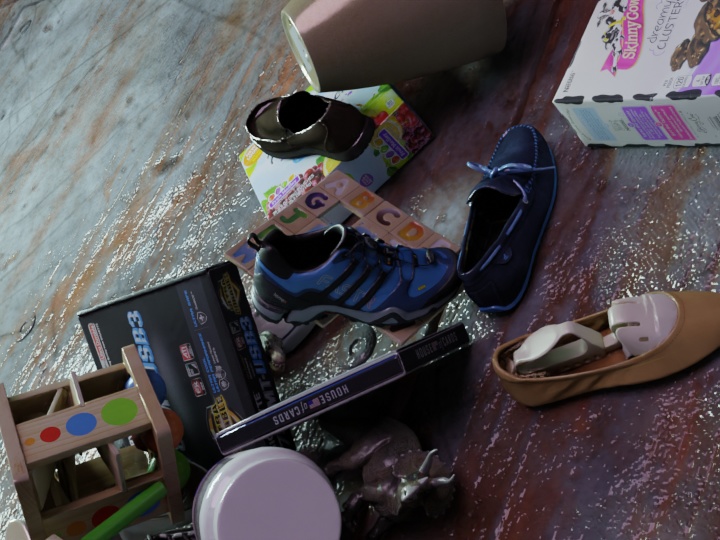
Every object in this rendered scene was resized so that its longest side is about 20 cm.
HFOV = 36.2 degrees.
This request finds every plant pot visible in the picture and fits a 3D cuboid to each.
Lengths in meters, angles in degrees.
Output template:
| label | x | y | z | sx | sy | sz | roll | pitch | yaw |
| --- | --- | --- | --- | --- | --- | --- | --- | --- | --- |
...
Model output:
| label | x | y | z | sx | sy | sz | roll | pitch | yaw |
| --- | --- | --- | --- | --- | --- | --- | --- | --- | --- |
| plant pot | 0.023 | -0.274 | 1.163 | 0.198 | 0.189 | 0.188 | -27 | 37 | -6 |

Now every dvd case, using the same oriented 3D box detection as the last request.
| label | x | y | z | sx | sy | sz | roll | pitch | yaw |
| --- | --- | --- | --- | --- | --- | --- | --- | --- | --- |
| dvd case | -0.014 | 0.103 | 0.978 | 0.198 | 0.150 | 0.025 | -26 | 85 | 27 |

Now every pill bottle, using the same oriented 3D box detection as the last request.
| label | x | y | z | sx | sy | sz | roll | pitch | yaw |
| --- | --- | --- | --- | --- | --- | --- | --- | --- | --- |
| pill bottle | -0.078 | 0.202 | 0.899 | 0.115 | 0.113 | 0.200 | -60 | 5 | -14 |

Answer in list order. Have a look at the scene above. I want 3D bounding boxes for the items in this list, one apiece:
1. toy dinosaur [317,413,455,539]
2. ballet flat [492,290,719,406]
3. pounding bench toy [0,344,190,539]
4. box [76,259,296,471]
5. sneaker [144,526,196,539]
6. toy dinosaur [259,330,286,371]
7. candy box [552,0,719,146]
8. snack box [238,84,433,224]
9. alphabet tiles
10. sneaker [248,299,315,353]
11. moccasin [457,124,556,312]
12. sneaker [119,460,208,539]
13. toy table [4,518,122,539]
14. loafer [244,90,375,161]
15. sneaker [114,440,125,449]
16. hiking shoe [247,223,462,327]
| label | x | y | z | sx | sy | sz | roll | pitch | yaw |
| --- | --- | --- | --- | --- | --- | --- | --- | --- | --- |
| toy dinosaur | 0.021 | 0.171 | 0.943 | 0.102 | 0.077 | 0.200 | -41 | 25 | 0 |
| ballet flat | 0.192 | 0.057 | 0.858 | 0.198 | 0.063 | 0.069 | -25 | 43 | 29 |
| pounding bench toy | -0.227 | 0.189 | 0.989 | 0.154 | 0.126 | 0.200 | -16 | 41 | -19 |
| box | -0.177 | 0.110 | 1.103 | 0.197 | 0.203 | 0.050 | -15 | 4 | 35 |
| sneaker | -0.165 | 0.274 | 1.021 | 0.199 | 0.082 | 0.077 | -36 | 38 | 14 |
| toy dinosaur | -0.147 | 0.095 | 1.133 | 0.198 | 0.089 | 0.047 | 5 | 23 | 29 |
| candy box | 0.291 | -0.197 | 0.966 | 0.199 | 0.071 | 0.169 | 5 | 63 | 47 |
| snack box | -0.033 | -0.142 | 1.257 | 0.200 | 0.068 | 0.169 | -41 | 38 | 10 |
| alphabet tiles | -0.005 | -0.009 | 1.054 | 0.199 | 0.008 | 0.167 | 33 | 53 | 26 |
| sneaker | -0.120 | 0.060 | 1.169 | 0.199 | 0.071 | 0.074 | -36 | 39 | 18 |
| moccasin | 0.135 | -0.061 | 1.013 | 0.080 | 0.068 | 0.202 | -16 | 48 | 36 |
| sneaker | -0.217 | 0.242 | 1.114 | 0.198 | 0.085 | 0.073 | -11 | 46 | 26 |
| toy table | -0.309 | 0.338 | 1.057 | 0.116 | 0.184 | 0.202 | 1 | 63 | 29 |
| loafer | -0.066 | -0.169 | 1.198 | 0.199 | 0.071 | 0.074 | 9 | 66 | 48 |
| sneaker | -0.235 | 0.123 | 1.234 | 0.081 | 0.073 | 0.202 | 0 | 58 | 47 |
| hiking shoe | 0.000 | 0.000 | 0.980 | 0.197 | 0.087 | 0.075 | -7 | 47 | -9 |
